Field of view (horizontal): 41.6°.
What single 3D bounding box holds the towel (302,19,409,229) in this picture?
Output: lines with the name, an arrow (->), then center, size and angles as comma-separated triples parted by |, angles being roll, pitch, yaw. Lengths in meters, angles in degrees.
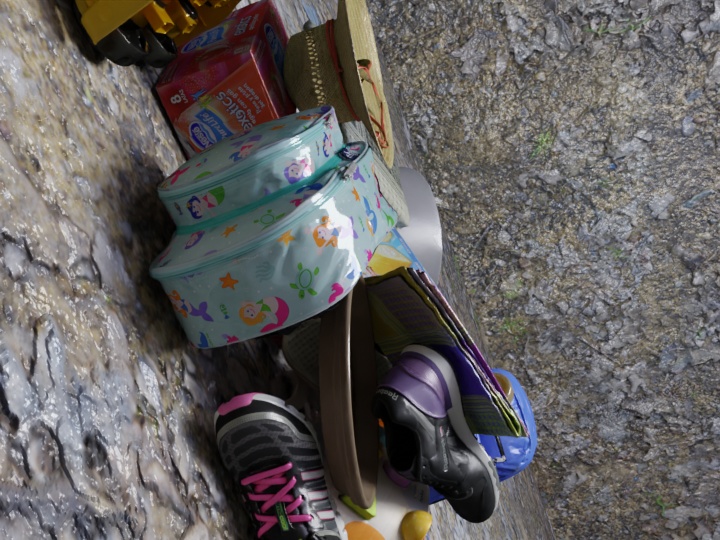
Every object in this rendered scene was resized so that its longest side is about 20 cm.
towel -> -0.010, -0.162, 1.091 | 0.200, 0.034, 0.194 | 47, 25, -42

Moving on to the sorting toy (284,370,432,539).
sorting toy -> -0.021, 0.184, 0.915 | 0.180, 0.107, 0.200 | 50, 15, -10

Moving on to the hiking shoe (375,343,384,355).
hiking shoe -> 0.042, 0.105, 1.058 | 0.198, 0.087, 0.075 | 6, 57, -31

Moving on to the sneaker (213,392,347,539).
sneaker -> -0.056, 0.185, 0.731 | 0.088, 0.073, 0.202 | -102, 173, -60

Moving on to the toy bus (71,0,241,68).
toy bus -> -0.185, -0.279, 0.773 | 0.193, 0.135, 0.200 | 54, 11, -4

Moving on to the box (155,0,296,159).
box -> -0.123, -0.189, 0.941 | 0.201, 0.099, 0.096 | -88, 157, -60

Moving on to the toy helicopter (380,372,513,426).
toy helicopter -> 0.087, 0.147, 1.157 | 0.079, 0.197, 0.133 | 69, 20, -46

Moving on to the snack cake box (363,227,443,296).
snack cake box -> 0.000, 0.000, 1.051 | 0.068, 0.114, 0.200 | -68, -154, 22

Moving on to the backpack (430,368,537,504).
backpack -> 0.134, 0.224, 1.264 | 0.168, 0.198, 0.164 | 10, 63, -77

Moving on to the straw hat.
straw hat -> -0.030, -0.191, 0.926 | 0.201, 0.084, 0.204 | -11, 90, -80

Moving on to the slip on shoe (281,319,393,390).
slip on shoe -> -0.004, 0.107, 0.963 | 0.199, 0.061, 0.075 | 27, 62, -35

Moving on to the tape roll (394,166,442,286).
tape roll -> 0.030, -0.034, 1.231 | 0.200, 0.065, 0.203 | 10, -79, 64

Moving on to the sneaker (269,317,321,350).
sneaker -> -0.083, -0.015, 0.931 | 0.075, 0.080, 0.202 | 29, -41, 59

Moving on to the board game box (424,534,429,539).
board game box -> 0.047, 0.344, 1.049 | 0.200, 0.044, 0.136 | -12, 83, -79

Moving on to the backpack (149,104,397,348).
backpack -> -0.073, -0.032, 0.748 | 0.152, 0.176, 0.201 | 63, 24, -23

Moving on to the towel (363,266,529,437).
towel -> 0.062, 0.082, 0.894 | 0.201, 0.023, 0.143 | 56, -30, -13

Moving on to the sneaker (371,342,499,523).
sneaker -> 0.061, 0.172, 0.877 | 0.088, 0.075, 0.202 | -45, 121, -36

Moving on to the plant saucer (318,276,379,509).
plant saucer -> -0.008, 0.100, 0.810 | 0.200, 0.029, 0.203 | -3, 90, -83
